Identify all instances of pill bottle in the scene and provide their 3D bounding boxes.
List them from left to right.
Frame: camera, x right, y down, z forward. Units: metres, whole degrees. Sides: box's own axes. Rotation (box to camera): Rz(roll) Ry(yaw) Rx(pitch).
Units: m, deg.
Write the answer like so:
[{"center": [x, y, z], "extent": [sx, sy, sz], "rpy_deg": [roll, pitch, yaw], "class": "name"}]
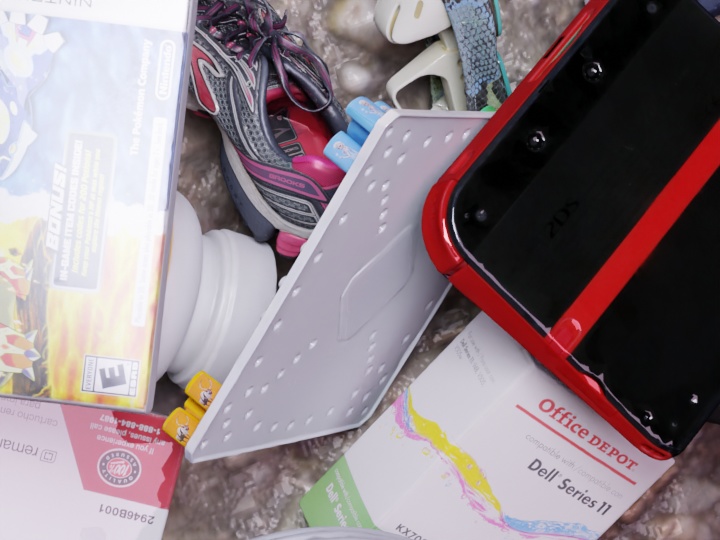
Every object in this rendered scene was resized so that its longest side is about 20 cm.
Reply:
[{"center": [-0.148, 0.000, 1.372], "extent": [0.199, 0.113, 0.113], "rpy_deg": [15, 87, -21], "class": "pill bottle"}]

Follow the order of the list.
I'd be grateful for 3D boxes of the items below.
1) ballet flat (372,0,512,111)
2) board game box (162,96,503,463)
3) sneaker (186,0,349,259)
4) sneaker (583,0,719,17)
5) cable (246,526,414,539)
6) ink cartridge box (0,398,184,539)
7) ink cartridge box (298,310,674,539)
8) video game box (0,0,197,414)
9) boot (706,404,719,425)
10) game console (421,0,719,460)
[{"center": [0.043, -0.118, 1.439], "extent": [0.074, 0.074, 0.200], "rpy_deg": [-28, 125, -18], "class": "ballet flat"}, {"center": [0.000, 0.000, 1.375], "extent": [0.026, 0.200, 0.200], "rpy_deg": [36, 107, 20], "class": "board game box"}, {"center": [-0.054, -0.106, 1.396], "extent": [0.080, 0.075, 0.200], "rpy_deg": [-26, 70, -24], "class": "sneaker"}, {"center": [0.227, -0.178, 1.515], "extent": [0.199, 0.108, 0.070], "rpy_deg": [-18, 98, -20], "class": "sneaker"}, {"center": [-0.025, 0.214, 1.407], "extent": [0.200, 0.069, 0.200], "rpy_deg": [-32, 127, 15], "class": "cable"}, {"center": [-0.186, 0.153, 1.379], "extent": [0.144, 0.084, 0.201], "rpy_deg": [16, 87, -21], "class": "ink cartridge box"}, {"center": [0.079, 0.097, 1.436], "extent": [0.117, 0.067, 0.200], "rpy_deg": [33, 108, -32], "class": "ink cartridge box"}, {"center": [-0.175, -0.043, 1.253], "extent": [0.181, 0.047, 0.201], "rpy_deg": [6, 87, 0], "class": "video game box"}, {"center": [0.195, -0.004, 1.443], "extent": [0.150, 0.073, 0.201], "rpy_deg": [26, 61, -36], "class": "boot"}, {"center": [0.144, -0.033, 1.361], "extent": [0.177, 0.031, 0.200], "rpy_deg": [43, 70, -8], "class": "game console"}]
